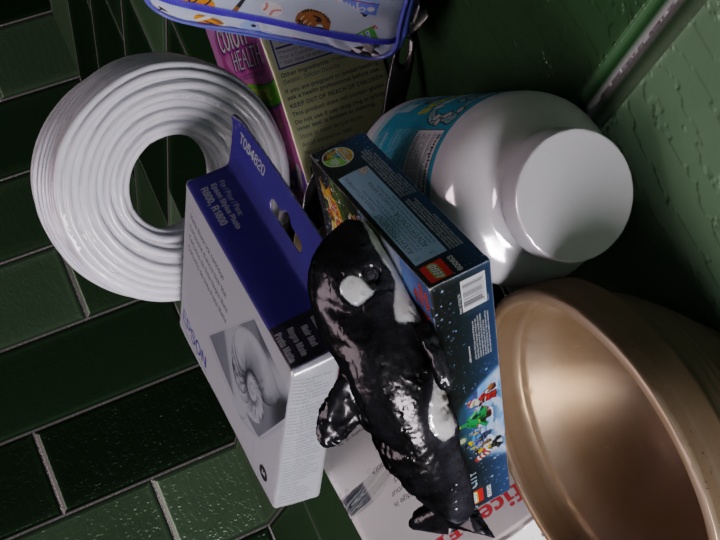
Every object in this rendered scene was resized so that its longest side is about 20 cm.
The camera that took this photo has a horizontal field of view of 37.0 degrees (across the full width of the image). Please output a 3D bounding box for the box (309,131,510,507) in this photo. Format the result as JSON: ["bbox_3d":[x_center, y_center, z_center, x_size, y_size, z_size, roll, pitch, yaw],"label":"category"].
[{"bbox_3d":[0.032,0.035,0.642,0.137,0.038,0.200,49,159,43],"label":"box"}]

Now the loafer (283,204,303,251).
[{"bbox_3d":[-0.047,-0.052,1.057,0.200,0.067,0.076,-133,45,-72],"label":"loafer"}]

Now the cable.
[{"bbox_3d":[-0.154,-0.070,0.855,0.069,0.200,0.200,28,139,58],"label":"cable"}]

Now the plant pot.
[{"bbox_3d":[0.157,0.089,0.579,0.201,0.093,0.201,54,157,35],"label":"plant pot"}]

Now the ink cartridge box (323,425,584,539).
[{"bbox_3d":[0.058,0.131,0.757,0.200,0.145,0.084,55,-179,42],"label":"ink cartridge box"}]

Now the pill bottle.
[{"bbox_3d":[0.077,-0.050,0.640,0.200,0.111,0.111,20,129,68],"label":"pill bottle"}]

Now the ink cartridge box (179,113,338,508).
[{"bbox_3d":[-0.074,0.028,0.744,0.200,0.041,0.200,55,146,39],"label":"ink cartridge box"}]

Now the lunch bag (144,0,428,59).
[{"bbox_3d":[-0.048,-0.211,0.716,0.160,0.200,0.076,111,170,-64],"label":"lunch bag"}]

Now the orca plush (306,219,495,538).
[{"bbox_3d":[0.004,0.075,0.588,0.105,0.071,0.200,43,154,52],"label":"orca plush"}]

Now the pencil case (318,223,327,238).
[{"bbox_3d":[0.000,0.000,0.817,0.078,0.200,0.089,16,-154,-51],"label":"pencil case"}]

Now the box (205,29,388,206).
[{"bbox_3d":[-0.053,-0.168,0.936,0.176,0.097,0.200,19,128,69],"label":"box"}]

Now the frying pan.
[{"bbox_3d":[0.003,-0.086,0.841,0.031,0.115,0.190,-106,3,-68],"label":"frying pan"}]
